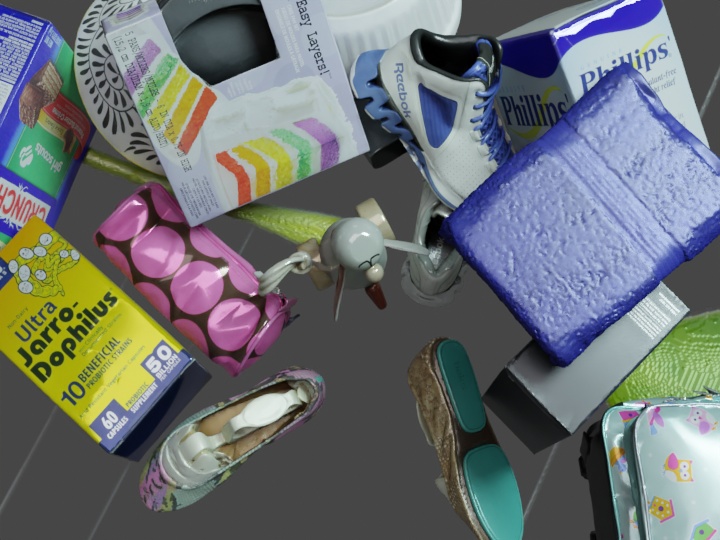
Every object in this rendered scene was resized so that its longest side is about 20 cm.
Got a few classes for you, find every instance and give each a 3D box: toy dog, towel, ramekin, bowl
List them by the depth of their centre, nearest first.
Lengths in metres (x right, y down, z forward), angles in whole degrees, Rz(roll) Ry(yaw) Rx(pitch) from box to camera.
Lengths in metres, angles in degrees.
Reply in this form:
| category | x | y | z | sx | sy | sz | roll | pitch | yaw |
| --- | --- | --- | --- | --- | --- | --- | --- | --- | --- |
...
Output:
| category | x | y | z | sx | sy | sz | roll | pitch | yaw |
| --- | --- | --- | --- | --- | --- | --- | --- | --- | --- |
| towel | 0.176 | -0.041 | 0.806 | 0.199 | 0.050 | 0.148 | -40 | 80 | -5 |
| toy dog | 0.000 | 0.000 | 0.954 | 0.131 | 0.200 | 0.097 | -32 | 95 | 18 |
| bowl | -0.156 | -0.195 | 0.987 | 0.198 | 0.094 | 0.204 | 8 | 75 | -32 |
| ramekin | -0.005 | -0.273 | 1.008 | 0.199 | 0.095 | 0.205 | -3 | 65 | 7 |

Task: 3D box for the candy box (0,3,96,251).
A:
| category | x | y | z | sx | sy | sz | roll | pitch | yaw |
| --- | --- | --- | --- | --- | --- | --- | --- | --- | --- |
| candy box | -0.325 | -0.114 | 0.980 | 0.076 | 0.169 | 0.202 | 20 | 78 | 10 |

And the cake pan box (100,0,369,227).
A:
| category | x | y | z | sx | sy | sz | roll | pitch | yaw |
| --- | --- | --- | --- | --- | --- | --- | --- | --- | --- |
| cake pan box | -0.104 | -0.161 | 0.919 | 0.182 | 0.202 | 0.052 | -23 | 33 | -7 |

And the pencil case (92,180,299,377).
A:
| category | x | y | z | sx | sy | sz | roll | pitch | yaw |
| --- | --- | --- | --- | --- | --- | --- | --- | --- | --- |
| pencil case | -0.154 | 0.002 | 0.992 | 0.199 | 0.091 | 0.094 | 40 | 118 | 7 |

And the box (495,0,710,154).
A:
| category | x | y | z | sx | sy | sz | roll | pitch | yaw |
| --- | --- | --- | --- | --- | --- | --- | --- | --- | --- |
| box | 0.206 | -0.128 | 0.932 | 0.104 | 0.184 | 0.202 | -23 | 101 | -9 |

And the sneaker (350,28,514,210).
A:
| category | x | y | z | sx | sy | sz | roll | pitch | yaw |
| --- | --- | --- | --- | --- | --- | --- | --- | --- | --- |
| sneaker | 0.092 | -0.135 | 0.926 | 0.199 | 0.115 | 0.081 | 43 | 49 | -16 |

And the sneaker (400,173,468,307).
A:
| category | x | y | z | sx | sy | sz | roll | pitch | yaw |
| --- | --- | --- | --- | --- | --- | --- | --- | --- | --- |
| sneaker | 0.087 | -0.069 | 1.009 | 0.074 | 0.081 | 0.203 | 10 | 74 | 5 |

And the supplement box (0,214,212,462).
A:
| category | x | y | z | sx | sy | sz | roll | pitch | yaw |
| --- | --- | --- | --- | --- | --- | --- | --- | --- | --- |
| supplement box | -0.248 | 0.064 | 0.966 | 0.199 | 0.110 | 0.109 | 40 | 80 | 10 |

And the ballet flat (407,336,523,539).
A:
| category | x | y | z | sx | sy | sz | roll | pitch | yaw |
| --- | --- | --- | --- | --- | --- | --- | --- | --- | --- |
| ballet flat | 0.092 | 0.162 | 0.965 | 0.070 | 0.065 | 0.203 | -1 | 68 | -38 |

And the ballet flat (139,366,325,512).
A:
| category | x | y | z | sx | sy | sz | roll | pitch | yaw |
| --- | --- | --- | --- | --- | --- | --- | --- | --- | --- |
| ballet flat | -0.120 | 0.148 | 0.964 | 0.198 | 0.071 | 0.070 | -31 | 79 | -6 |

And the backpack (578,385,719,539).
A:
| category | x | y | z | sx | sy | sz | roll | pitch | yaw |
| --- | --- | --- | --- | --- | --- | --- | --- | --- | --- |
| backpack | 0.305 | 0.191 | 0.910 | 0.197 | 0.154 | 0.179 | -3 | 71 | -7 |

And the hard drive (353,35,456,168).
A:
| category | x | y | z | sx | sy | sz | roll | pitch | yaw |
| --- | --- | --- | --- | --- | --- | --- | --- | --- | --- |
| hard drive | 0.020 | -0.211 | 1.046 | 0.138 | 0.033 | 0.201 | -31 | 64 | -6 |

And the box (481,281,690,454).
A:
| category | x | y | z | sx | sy | sz | roll | pitch | yaw |
| --- | --- | --- | --- | --- | --- | --- | --- | --- | --- |
| box | 0.184 | 0.076 | 0.910 | 0.141 | 0.200 | 0.079 | -41 | 79 | -8 |
